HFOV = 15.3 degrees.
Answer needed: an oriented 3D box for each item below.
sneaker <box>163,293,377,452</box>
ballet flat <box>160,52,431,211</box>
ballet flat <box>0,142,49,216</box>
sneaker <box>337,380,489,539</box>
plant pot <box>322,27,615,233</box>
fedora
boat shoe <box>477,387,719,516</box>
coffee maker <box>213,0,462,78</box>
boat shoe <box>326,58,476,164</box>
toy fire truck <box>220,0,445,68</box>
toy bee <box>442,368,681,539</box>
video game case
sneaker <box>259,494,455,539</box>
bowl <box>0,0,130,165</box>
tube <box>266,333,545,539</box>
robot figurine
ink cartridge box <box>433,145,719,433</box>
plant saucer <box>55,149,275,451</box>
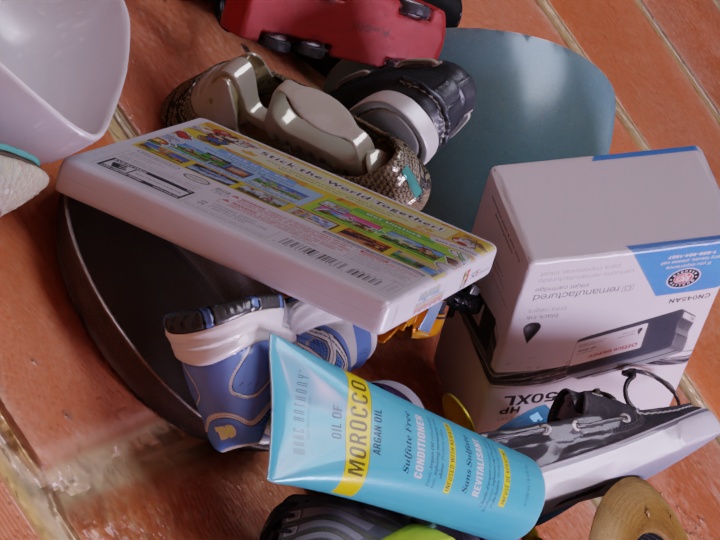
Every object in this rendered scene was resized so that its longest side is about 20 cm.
[{"bbox_3d":[-0.046,0.054,1.450,0.200,0.076,0.077,-4,82,-65],"label":"sneaker"},{"bbox_3d":[-0.045,-0.091,1.615,0.200,0.068,0.075,26,-24,29],"label":"ballet flat"},{"bbox_3d":[-0.230,-0.041,1.309,0.200,0.067,0.063,16,70,-53],"label":"ballet flat"},{"bbox_3d":[0.011,0.136,1.527,0.087,0.074,0.200,19,28,-37],"label":"sneaker"},{"bbox_3d":[0.071,-0.055,1.797,0.200,0.200,0.135,31,53,-45],"label":"plant pot"},{"bbox_3d":[0.149,0.223,1.603,0.201,0.082,0.201,29,57,-59],"label":"fedora"},{"bbox_3d":[0.131,0.102,1.613,0.200,0.070,0.066,-16,74,-32],"label":"boat shoe"},{"bbox_3d":[-0.035,-0.205,1.894,0.200,0.135,0.193,31,55,-43],"label":"coffee maker"},{"bbox_3d":[0.005,-0.087,1.690,0.060,0.200,0.076,-41,108,-27],"label":"boat shoe"},{"bbox_3d":[-0.060,-0.176,1.705,0.200,0.049,0.141,9,15,-32],"label":"toy fire truck"},{"bbox_3d":[0.104,0.139,1.684,0.200,0.109,0.131,3,59,-33],"label":"toy bee"},{"bbox_3d":[-0.043,-0.028,1.484,0.200,0.023,0.182,24,18,16],"label":"video game case"},{"bbox_3d":[-0.030,0.161,1.400,0.081,0.074,0.200,33,19,24],"label":"sneaker"},{"bbox_3d":[-0.221,-0.152,1.456,0.200,0.075,0.200,45,23,-22],"label":"bowl"},{"bbox_3d":[0.018,0.097,1.421,0.200,0.050,0.078,24,54,-44],"label":"tube"},{"bbox_3d":[0.000,0.000,1.636,0.145,0.058,0.200,27,3,7],"label":"robot figurine"},{"bbox_3d":[0.141,0.021,1.722,0.144,0.200,0.084,-7,53,-17],"label":"ink cartridge box"},{"bbox_3d":[-0.103,0.022,1.494,0.200,0.032,0.200,45,22,-24],"label":"plant saucer"}]
